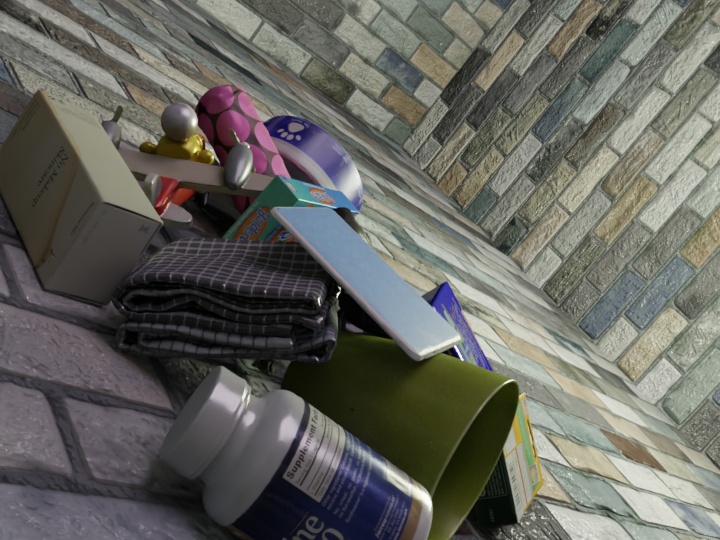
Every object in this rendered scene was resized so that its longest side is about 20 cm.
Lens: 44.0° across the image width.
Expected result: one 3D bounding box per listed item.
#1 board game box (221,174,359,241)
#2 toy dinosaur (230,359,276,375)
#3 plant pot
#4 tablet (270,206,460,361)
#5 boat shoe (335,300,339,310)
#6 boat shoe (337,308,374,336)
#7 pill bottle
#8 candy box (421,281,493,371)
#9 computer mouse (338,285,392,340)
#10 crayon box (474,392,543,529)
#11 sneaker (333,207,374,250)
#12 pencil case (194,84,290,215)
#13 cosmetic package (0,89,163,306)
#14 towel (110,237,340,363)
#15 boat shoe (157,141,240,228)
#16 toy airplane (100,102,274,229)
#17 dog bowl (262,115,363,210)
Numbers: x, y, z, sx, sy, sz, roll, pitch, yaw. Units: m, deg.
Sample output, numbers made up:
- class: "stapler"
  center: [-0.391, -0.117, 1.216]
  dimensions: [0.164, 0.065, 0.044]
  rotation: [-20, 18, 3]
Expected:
- class: "board game box"
  center: [-0.098, -0.043, 1.138]
  dimensions: [0.045, 0.152, 0.200]
  rotation: [48, 16, 16]
- class: "toy dinosaur"
  center: [-0.099, 0.044, 1.012]
  dimensions: [0.101, 0.078, 0.200]
  rotation: [25, 16, -27]
- class: "plant pot"
  center: [0.024, 0.146, 0.872]
  dimensions: [0.198, 0.189, 0.187]
  rotation: [27, 7, 24]
- class: "tablet"
  center: [0.007, 0.008, 0.861]
  dimensions: [0.200, 0.014, 0.130]
  rotation: [45, 19, 16]
- class: "boat shoe"
  center: [-0.073, 0.023, 1.151]
  dimensions: [0.063, 0.071, 0.200]
  rotation: [23, -16, 31]
- class: "boat shoe"
  center: [0.010, 0.107, 1.024]
  dimensions: [0.073, 0.067, 0.201]
  rotation: [7, 45, -16]
- class: "pill bottle"
  center: [-0.051, 0.164, 0.685]
  dimensions: [0.199, 0.111, 0.111]
  rotation: [37, 13, -12]
- class: "candy box"
  center: [0.124, 0.121, 1.283]
  dimensions: [0.171, 0.076, 0.200]
  rotation: [62, 15, -2]
- class: "computer mouse"
  center: [-0.011, 0.025, 0.989]
  dimensions: [0.139, 0.047, 0.200]
  rotation: [21, 4, -8]
- class: "crayon box"
  center: [0.177, 0.229, 1.106]
  dimensions: [0.200, 0.051, 0.128]
  rotation: [1, 77, -70]
- class: "sneaker"
  center: [0.000, 0.000, 1.137]
  dimensions: [0.201, 0.075, 0.092]
  rotation: [75, 7, -49]
- class: "pencil case"
  center: [-0.156, -0.145, 1.203]
  dimensions: [0.090, 0.094, 0.202]
  rotation: [-18, 77, -29]
- class: "cosmetic package"
  center: [-0.277, -0.073, 0.854]
  dimensions: [0.073, 0.104, 0.200]
  rotation: [23, 20, -48]
- class: "towel"
  center: [-0.116, 0.023, 0.844]
  dimensions: [0.197, 0.087, 0.166]
  rotation: [3, 13, 1]
- class: "boat shoe"
  center: [-0.208, -0.110, 1.252]
  dimensions: [0.199, 0.068, 0.072]
  rotation: [31, 52, -21]
- class: "toy airplane"
  center: [-0.229, -0.129, 1.072]
  dimensions: [0.198, 0.143, 0.198]
  rotation: [-7, 26, -42]
- class: "dog bowl"
  center: [-0.097, -0.125, 1.318]
  dimensions: [0.199, 0.200, 0.079]
  rotation: [40, 56, -1]
